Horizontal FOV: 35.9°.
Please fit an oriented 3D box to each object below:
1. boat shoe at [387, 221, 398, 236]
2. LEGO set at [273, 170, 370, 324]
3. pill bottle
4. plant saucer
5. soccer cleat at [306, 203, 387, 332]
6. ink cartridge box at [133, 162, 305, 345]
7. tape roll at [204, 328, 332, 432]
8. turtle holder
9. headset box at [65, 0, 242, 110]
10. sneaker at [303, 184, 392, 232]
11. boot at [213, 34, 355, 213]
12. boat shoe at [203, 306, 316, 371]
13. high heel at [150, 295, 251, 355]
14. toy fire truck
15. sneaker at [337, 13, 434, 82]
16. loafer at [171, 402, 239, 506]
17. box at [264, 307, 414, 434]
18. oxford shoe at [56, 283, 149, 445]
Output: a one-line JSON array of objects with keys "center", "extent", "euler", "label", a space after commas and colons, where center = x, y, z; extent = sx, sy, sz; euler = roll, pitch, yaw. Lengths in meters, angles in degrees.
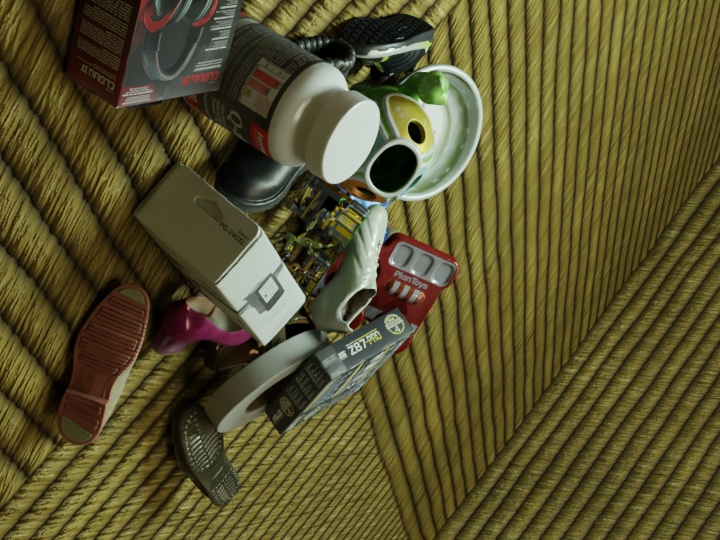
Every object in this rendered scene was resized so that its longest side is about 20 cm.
[{"center": [-0.003, 0.010, 1.737], "extent": [0.075, 0.068, 0.201], "euler": [-17, 136, -60], "label": "boat shoe"}, {"center": [-0.083, -0.042, 1.443], "extent": [0.200, 0.116, 0.154], "euler": [-53, -178, 27], "label": "LEGO set"}, {"center": [-0.085, -0.180, 1.162], "extent": [0.116, 0.199, 0.116], "euler": [-43, 153, -28], "label": "pill bottle"}, {"center": [0.083, -0.200, 1.574], "extent": [0.199, 0.050, 0.202], "euler": [-19, 125, -29], "label": "plant saucer"}, {"center": [0.000, 0.000, 1.531], "extent": [0.201, 0.077, 0.069], "euler": [-62, 144, -19], "label": "soccer cleat"}, {"center": [-0.160, -0.015, 1.292], "extent": [0.083, 0.145, 0.200], "euler": [-48, 156, -10], "label": "ink cartridge box"}, {"center": [-0.124, 0.153, 1.541], "extent": [0.202, 0.037, 0.203], "euler": [-34, 168, -8], "label": "tape roll"}, {"center": [0.043, -0.166, 1.437], "extent": [0.184, 0.132, 0.142], "euler": [-27, 121, 1], "label": "turtle holder"}, {"center": [-0.184, -0.246, 1.038], "extent": [0.148, 0.075, 0.201], "euler": [-23, 140, -54], "label": "headset box"}, {"center": [-0.006, -0.111, 1.584], "extent": [0.200, 0.066, 0.079], "euler": [-46, 152, -25], "label": "sneaker"}, {"center": [-0.090, -0.177, 1.305], "extent": [0.211, 0.079, 0.159], "euler": [-49, 165, -44], "label": "boot"}, {"center": [-0.135, 0.093, 1.574], "extent": [0.199, 0.074, 0.076], "euler": [-29, 144, -49], "label": "boat shoe"}, {"center": [-0.176, 0.050, 1.433], "extent": [0.199, 0.068, 0.096], "euler": [-10, 151, -45], "label": "high heel"}, {"center": [0.026, 0.013, 1.644], "extent": [0.169, 0.199, 0.112], "euler": [-59, -162, 19], "label": "toy fire truck"}, {"center": [0.034, -0.277, 1.441], "extent": [0.199, 0.071, 0.083], "euler": [-22, 142, -53], "label": "sneaker"}, {"center": [-0.236, 0.265, 1.610], "extent": [0.076, 0.067, 0.201], "euler": [-44, 139, -34], "label": "loafer"}, {"center": [-0.031, 0.144, 1.558], "extent": [0.161, 0.049, 0.200], "euler": [-29, 167, -36], "label": "box"}, {"center": [-0.297, 0.102, 1.298], "extent": [0.201, 0.070, 0.074], "euler": [-62, -178, 11], "label": "oxford shoe"}]
